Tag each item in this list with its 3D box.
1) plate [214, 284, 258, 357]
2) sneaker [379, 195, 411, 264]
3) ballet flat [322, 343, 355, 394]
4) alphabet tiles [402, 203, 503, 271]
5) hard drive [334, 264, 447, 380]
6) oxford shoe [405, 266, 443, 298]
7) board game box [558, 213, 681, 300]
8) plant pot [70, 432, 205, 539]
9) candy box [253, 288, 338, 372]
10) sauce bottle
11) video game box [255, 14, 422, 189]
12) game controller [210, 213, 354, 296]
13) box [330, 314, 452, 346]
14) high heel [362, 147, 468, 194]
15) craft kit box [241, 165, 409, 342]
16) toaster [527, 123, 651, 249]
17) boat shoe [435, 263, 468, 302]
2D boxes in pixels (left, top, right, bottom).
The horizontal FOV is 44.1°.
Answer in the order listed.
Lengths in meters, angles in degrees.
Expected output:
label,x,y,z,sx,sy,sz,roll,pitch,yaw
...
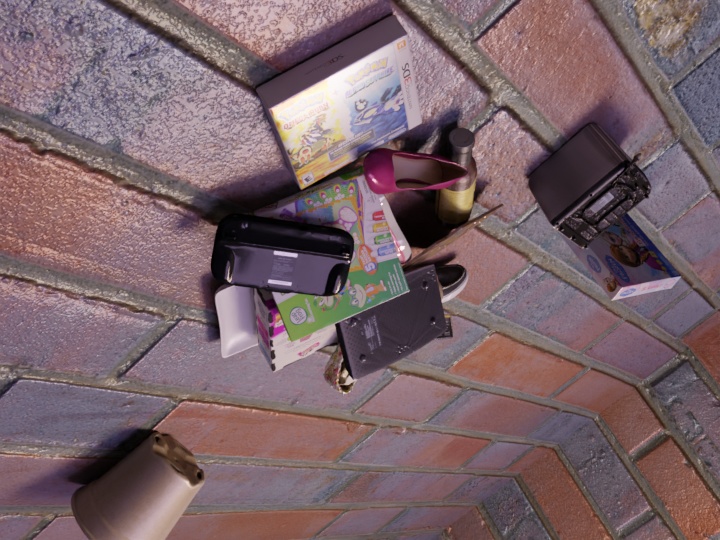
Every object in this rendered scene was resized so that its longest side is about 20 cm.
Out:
label,x,y,z,sx,sy,sz,roll,pitch,yaw
plate,-0.145,0.047,1.453,0.198,0.032,0.201,-21,150,-19
sneaker,0.009,-0.057,1.397,0.104,0.076,0.201,-35,144,-3
ballet flat,0.000,0.128,1.499,0.075,0.064,0.201,2,126,-34
alphabet tiles,0.141,-0.047,1.508,0.167,0.008,0.199,-37,174,37
hard drive,0.046,0.079,1.446,0.199,0.042,0.136,-25,113,-28
oxford shoe,0.050,0.058,1.564,0.198,0.071,0.074,-14,137,19
board game box,0.520,-0.038,1.798,0.198,0.201,0.041,-8,143,-37
plant pot,-0.391,0.408,1.633,0.184,0.200,0.200,-47,150,4
candy box,-0.098,0.068,1.434,0.135,0.061,0.201,-24,150,-19
sauce bottle,0.154,-0.145,1.414,0.064,0.065,0.201,-24,152,-14
video game box,-0.020,-0.214,1.160,0.199,0.047,0.183,-30,149,-5
game controller,-0.108,-0.018,1.245,0.198,0.042,0.105,8,119,-17
box,0.051,0.110,1.634,0.159,0.050,0.199,-10,172,39
high heel,0.079,-0.142,1.275,0.095,0.068,0.199,-3,177,27
craft kit box,-0.048,-0.024,1.297,0.196,0.049,0.202,-22,112,-5
toaster,0.419,-0.153,1.605,0.200,0.119,0.180,-42,151,18
boat shoe,0.113,0.030,1.644,0.198,0.069,0.057,-21,149,-16
